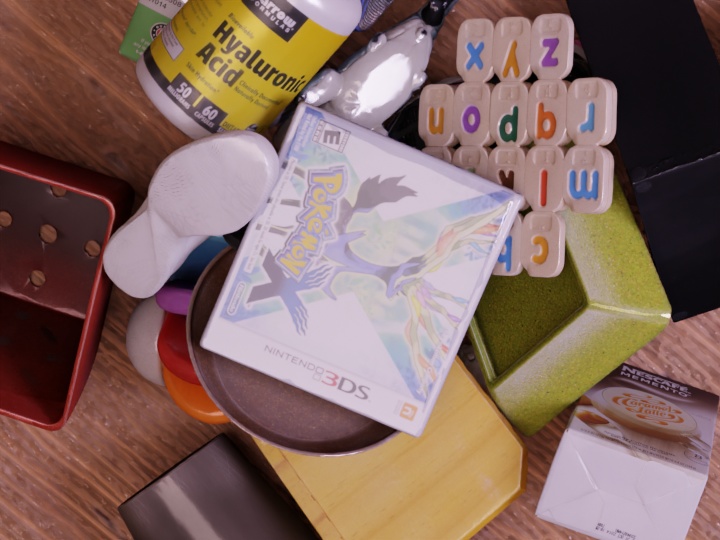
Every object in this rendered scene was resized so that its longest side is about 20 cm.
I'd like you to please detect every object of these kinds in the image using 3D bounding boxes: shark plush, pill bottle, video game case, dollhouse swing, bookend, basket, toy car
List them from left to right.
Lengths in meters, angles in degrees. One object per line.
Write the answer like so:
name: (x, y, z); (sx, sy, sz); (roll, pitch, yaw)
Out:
toy car: (-0.114, 0.029, 1.749); (0.174, 0.150, 0.201); (6, 105, 11)
basket: (-0.104, 0.250, 1.814); (0.180, 0.136, 0.200); (-34, 91, 38)
pill bottle: (-0.070, -0.193, 1.616); (0.111, 0.111, 0.200); (42, 107, 0)
video game case: (0.000, 0.000, 1.595); (0.182, 0.022, 0.200); (23, 96, -2)
shark plush: (0.007, -0.169, 1.694); (0.091, 0.083, 0.200); (33, 88, -21)
dollhouse swing: (0.042, 0.168, 1.744); (0.176, 0.182, 0.200); (-38, 69, -1)
bookend: (0.242, -0.102, 1.650); (0.092, 0.199, 0.200); (-19, 55, 6)

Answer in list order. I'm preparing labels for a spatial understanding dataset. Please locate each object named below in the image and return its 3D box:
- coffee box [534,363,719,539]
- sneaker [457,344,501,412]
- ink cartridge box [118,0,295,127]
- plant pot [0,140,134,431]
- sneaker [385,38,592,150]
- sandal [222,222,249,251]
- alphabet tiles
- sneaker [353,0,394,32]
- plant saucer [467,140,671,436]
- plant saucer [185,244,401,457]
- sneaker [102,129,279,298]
coffee box: (0.213, 0.144, 1.679); (0.114, 0.200, 0.080); (19, 107, 6)
sneaker: (0.092, 0.084, 1.758); (0.085, 0.073, 0.200); (39, 110, -2)
ink cartridge box: (-0.086, -0.240, 1.710); (0.146, 0.084, 0.200); (26, 108, 4)
plant pot: (-0.288, -0.010, 1.764); (0.199, 0.176, 0.201); (18, 106, 8)
sneaker: (0.096, -0.125, 1.698); (0.200, 0.086, 0.080); (-31, 94, 18)
sandal: (-0.045, -0.065, 1.686); (0.075, 0.200, 0.045); (23, 125, 20)
alphabet tiles: (0.115, -0.094, 1.614); (0.200, 0.015, 0.196); (3, 91, 48)
sneaker: (0.060, -0.257, 1.662); (0.200, 0.075, 0.078); (-45, 76, 12)
plant saucer: (0.133, 0.000, 1.649); (0.200, 0.048, 0.200); (-45, 56, 45)
plant saucer: (-0.039, 0.059, 1.653); (0.200, 0.201, 0.037); (31, 148, 3)
sneaker: (-0.120, -0.059, 1.618); (0.075, 0.089, 0.200); (48, 133, -5)
